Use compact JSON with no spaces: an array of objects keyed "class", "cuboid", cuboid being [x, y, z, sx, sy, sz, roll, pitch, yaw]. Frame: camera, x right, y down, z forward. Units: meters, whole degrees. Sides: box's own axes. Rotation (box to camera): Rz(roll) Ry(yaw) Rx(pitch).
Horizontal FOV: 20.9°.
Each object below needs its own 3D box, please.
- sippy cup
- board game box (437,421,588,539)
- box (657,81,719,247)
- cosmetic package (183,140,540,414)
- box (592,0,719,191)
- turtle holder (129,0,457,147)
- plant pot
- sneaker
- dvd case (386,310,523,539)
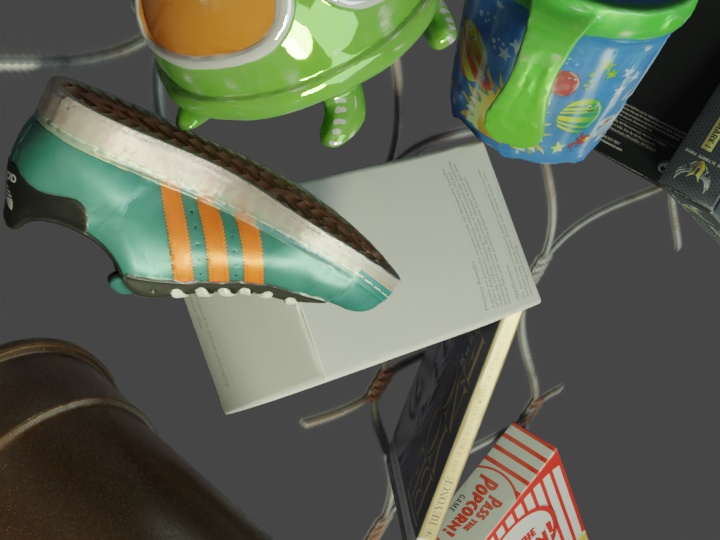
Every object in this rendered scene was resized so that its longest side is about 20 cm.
[{"class":"sippy cup","cuboid":[0.114,-0.138,1.141,0.178,0.140,0.130,-16,140,-37]},{"class":"board game box","cuboid":[0.107,0.229,1.516,0.152,0.046,0.200,-49,148,-16]},{"class":"box","cuboid":[0.296,-0.086,1.365,0.158,0.051,0.200,-57,148,-1]},{"class":"cosmetic package","cuboid":[0.000,0.000,1.085,0.200,0.085,0.108,-15,84,-48]},{"class":"box","cuboid":[0.264,-0.118,1.414,0.200,0.079,0.141,16,105,-58]},{"class":"turtle holder","cuboid":[-0.025,-0.155,0.908,0.185,0.141,0.132,-34,125,-21]},{"class":"plant pot","cuboid":[-0.130,0.167,0.974,0.200,0.198,0.200,-37,143,-34]},{"class":"sneaker","cuboid":[-0.079,-0.018,0.949,0.200,0.071,0.080,26,103,-18]},{"class":"dvd case","cuboid":[0.059,0.069,1.247,0.149,0.016,0.200,-103,-150,-68]}]
